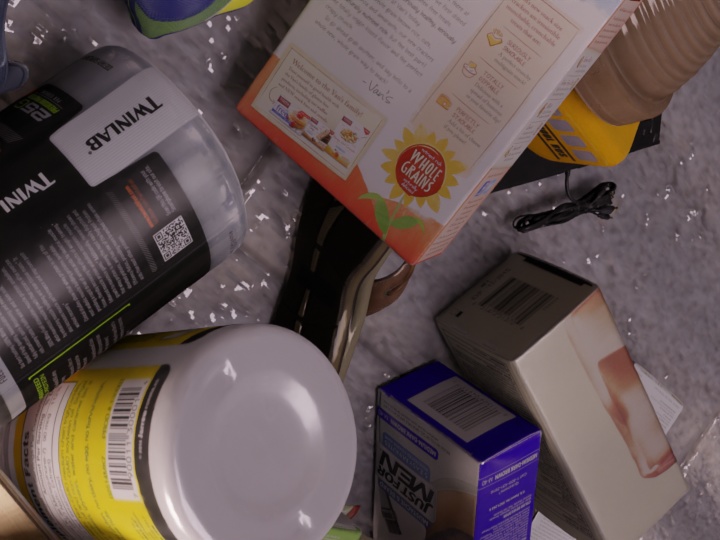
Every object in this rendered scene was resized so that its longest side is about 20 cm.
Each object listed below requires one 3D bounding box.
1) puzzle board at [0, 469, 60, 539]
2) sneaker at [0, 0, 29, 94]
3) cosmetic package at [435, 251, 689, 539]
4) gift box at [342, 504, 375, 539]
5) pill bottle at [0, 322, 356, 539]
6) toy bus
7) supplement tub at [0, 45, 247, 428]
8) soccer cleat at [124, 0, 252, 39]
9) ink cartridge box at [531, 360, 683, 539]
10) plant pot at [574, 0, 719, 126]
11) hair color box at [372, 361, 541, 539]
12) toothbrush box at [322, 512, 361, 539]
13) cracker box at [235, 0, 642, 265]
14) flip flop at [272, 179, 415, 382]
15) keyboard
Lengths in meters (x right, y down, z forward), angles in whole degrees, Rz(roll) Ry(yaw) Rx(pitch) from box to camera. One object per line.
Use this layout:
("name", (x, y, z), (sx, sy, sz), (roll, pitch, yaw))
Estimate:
("puzzle board", (-0.197, 0.190, 0.713), (0.150, 0.017, 0.200), (-28, 109, 16))
("sneaker", (-0.200, -0.082, 0.610), (0.084, 0.075, 0.200), (36, 87, -44))
("cosmetic package", (0.148, 0.097, 0.996), (0.087, 0.103, 0.200), (-38, 122, -16))
("gift box", (-0.008, 0.275, 0.932), (0.200, 0.186, 0.185), (-47, 138, -32))
("pill bottle", (-0.105, 0.088, 0.696), (0.114, 0.200, 0.115), (5, 82, -40))
("toy bus", (0.100, -0.139, 0.849), (0.200, 0.078, 0.065), (40, 69, -48))
("supplement tub", (-0.163, -0.007, 0.656), (0.200, 0.122, 0.123), (-38, 135, -21))
("soccer cleat", (-0.045, -0.186, 0.720), (0.200, 0.065, 0.084), (-35, 164, -29))
("ink cartridge box", (0.176, 0.165, 1.139), (0.200, 0.050, 0.109), (-55, 138, -1))
("plant pot", (0.172, -0.193, 0.810), (0.201, 0.092, 0.202), (27, 57, -53))
("hair color box", (0.065, 0.180, 0.997), (0.065, 0.109, 0.201), (-22, 127, -32))
("toothbrush box", (-0.113, 0.196, 0.809), (0.086, 0.145, 0.201), (20, 100, -48))
("cracker box", (0.046, -0.122, 0.735), (0.200, 0.134, 0.058), (-52, 169, 19))
("flip flop", (0.000, 0.000, 0.847), (0.057, 0.081, 0.201), (1, 118, -39))
("keyboard", (0.144, -0.086, 0.978), (0.199, 0.021, 0.128), (-16, 118, -35))
